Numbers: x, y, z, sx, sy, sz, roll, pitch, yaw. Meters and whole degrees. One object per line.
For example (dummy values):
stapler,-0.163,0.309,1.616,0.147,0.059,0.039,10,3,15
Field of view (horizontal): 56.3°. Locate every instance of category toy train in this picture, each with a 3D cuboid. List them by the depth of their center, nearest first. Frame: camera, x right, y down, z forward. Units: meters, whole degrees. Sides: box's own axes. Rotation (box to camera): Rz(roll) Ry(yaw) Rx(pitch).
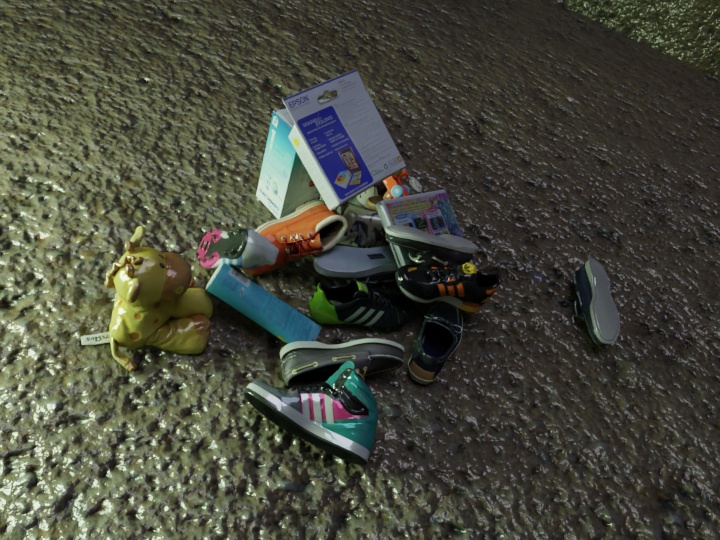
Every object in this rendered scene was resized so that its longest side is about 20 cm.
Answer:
toy train,0.061,-0.187,1.372,0.151,0.055,0.200,55,18,0

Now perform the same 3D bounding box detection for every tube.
tube,-0.151,0.062,1.081,0.199,0.050,0.078,35,44,-14

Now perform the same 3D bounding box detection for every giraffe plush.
giraffe plush,-0.309,0.028,0.989,0.199,0.163,0.173,-21,55,-37

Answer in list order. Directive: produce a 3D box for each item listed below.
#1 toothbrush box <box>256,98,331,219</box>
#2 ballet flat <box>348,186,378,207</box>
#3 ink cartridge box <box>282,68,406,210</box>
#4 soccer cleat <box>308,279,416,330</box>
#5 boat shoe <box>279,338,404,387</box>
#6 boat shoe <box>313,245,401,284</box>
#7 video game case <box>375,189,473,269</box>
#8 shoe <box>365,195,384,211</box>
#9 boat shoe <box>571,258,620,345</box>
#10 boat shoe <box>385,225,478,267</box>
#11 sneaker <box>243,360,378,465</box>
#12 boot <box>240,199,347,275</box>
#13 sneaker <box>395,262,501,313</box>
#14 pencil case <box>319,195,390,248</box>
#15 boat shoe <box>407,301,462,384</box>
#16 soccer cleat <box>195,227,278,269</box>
toothbrush box,-0.107,-0.213,1.299,0.145,0.201,0.085,-23,58,-39
ballet flat,0.007,-0.166,1.396,0.066,0.064,0.201,8,43,-17
ink cartridge box,-0.031,-0.235,1.201,0.197,0.047,0.202,-34,96,-39
soccer cleat,0.011,0.056,1.147,0.197,0.082,0.068,2,44,-20
boat shoe,-0.024,0.149,1.047,0.198,0.072,0.061,-1,49,-12
boat shoe,-0.001,-0.002,1.215,0.198,0.069,0.074,-9,46,-38
video game case,0.128,-0.055,1.269,0.199,0.024,0.184,-15,83,-46
shoe,0.099,-0.103,1.355,0.198,0.054,0.070,11,22,-21
boat shoe,0.454,0.068,1.321,0.074,0.062,0.202,21,48,-23
boat shoe,0.122,-0.036,1.194,0.198,0.061,0.074,8,20,-37
sneaker,-0.056,0.178,0.966,0.198,0.084,0.122,29,63,-1
boot,-0.115,-0.050,1.162,0.199,0.076,0.107,-35,34,-15
sneaker,0.154,0.012,1.165,0.198,0.090,0.071,14,45,-30
pencil case,0.006,-0.075,1.290,0.197,0.091,0.078,15,13,-7
boat shoe,0.136,0.110,1.155,0.074,0.063,0.200,26,39,8
soccer cleat,-0.206,-0.027,1.116,0.086,0.199,0.071,24,77,-32
